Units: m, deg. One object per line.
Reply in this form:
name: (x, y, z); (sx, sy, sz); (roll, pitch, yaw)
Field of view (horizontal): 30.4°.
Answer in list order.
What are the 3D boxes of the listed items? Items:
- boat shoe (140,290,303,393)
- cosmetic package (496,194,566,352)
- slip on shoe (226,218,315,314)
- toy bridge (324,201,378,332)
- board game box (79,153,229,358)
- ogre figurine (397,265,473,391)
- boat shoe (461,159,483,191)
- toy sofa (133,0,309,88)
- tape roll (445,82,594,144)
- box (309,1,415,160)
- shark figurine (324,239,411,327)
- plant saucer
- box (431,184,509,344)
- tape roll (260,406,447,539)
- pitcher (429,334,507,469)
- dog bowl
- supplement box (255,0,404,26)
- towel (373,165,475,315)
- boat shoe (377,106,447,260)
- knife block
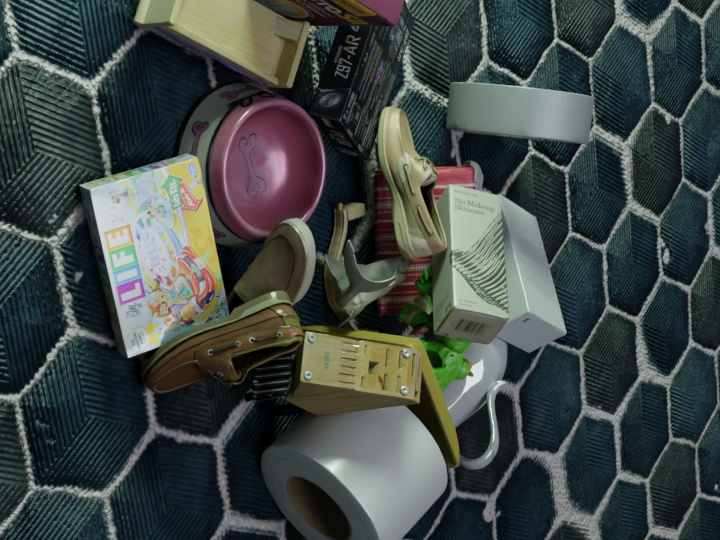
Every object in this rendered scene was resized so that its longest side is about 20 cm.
boat shoe: (-0.159, 0.097, 1.514); (0.068, 0.199, 0.072); (65, 11, 22)
cosmetic package: (0.218, 0.004, 1.881); (0.101, 0.071, 0.201); (27, 42, -44)
slip on shoe: (-0.118, 0.024, 1.563); (0.060, 0.076, 0.200); (-13, 147, -46)
toy bridge: (-0.017, 0.008, 1.745); (0.067, 0.027, 0.201); (-22, 112, -40)
board game box: (-0.230, -0.017, 1.500); (0.134, 0.034, 0.201); (-20, 112, -27)
ogre figurine: (0.085, 0.109, 1.756); (0.200, 0.120, 0.098); (-51, 138, 4)
boat shoe: (0.146, -0.051, 1.851); (0.068, 0.072, 0.201); (15, 86, -15)
toy sofa: (-0.162, -0.278, 1.494); (0.199, 0.097, 0.083); (22, 81, -46)
tape roll: (0.218, -0.215, 1.818); (0.200, 0.200, 0.067); (-1, 98, -45)
box: (0.005, -0.257, 1.657); (0.160, 0.043, 0.201); (43, 64, -72)
shark figurine: (-0.014, 0.009, 1.665); (0.090, 0.128, 0.214); (53, 12, 6)
plant saucer: (0.033, 0.150, 1.702); (0.048, 0.199, 0.201); (-44, 126, -36)
box: (0.140, -0.009, 1.709); (0.082, 0.068, 0.201); (11, 53, -16)
tape roll: (-0.009, 0.258, 1.677); (0.139, 0.202, 0.204); (-41, 124, -33)
pitcher: (0.143, 0.169, 1.836); (0.201, 0.171, 0.121); (-58, 150, -19)
dog bowl: (-0.123, -0.123, 1.581); (0.199, 0.074, 0.202); (-10, 105, -43)
supplement box: (-0.054, -0.350, 1.518); (0.131, 0.199, 0.104); (23, 81, -44)
towel: (0.088, -0.043, 1.800); (0.144, 0.022, 0.201); (-4, 102, -12)
boat shoe: (0.070, -0.116, 1.700); (0.071, 0.064, 0.201); (0, 78, -66)
knife block: (-0.038, 0.138, 1.615); (0.199, 0.176, 0.064); (9, 67, -8)
